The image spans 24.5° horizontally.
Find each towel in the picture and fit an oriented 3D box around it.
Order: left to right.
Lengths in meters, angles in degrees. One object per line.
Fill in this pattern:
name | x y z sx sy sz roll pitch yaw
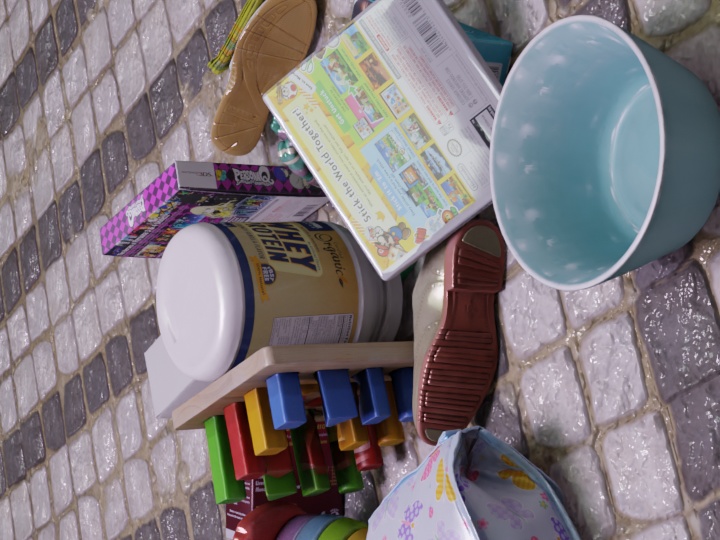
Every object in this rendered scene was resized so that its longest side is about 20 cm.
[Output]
towel | -0.096 -0.290 1.733 0.018 0.086 0.200 41 133 5

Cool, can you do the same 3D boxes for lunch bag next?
lunch bag | 0.097 0.246 1.366 0.170 0.126 0.201 -51 59 41

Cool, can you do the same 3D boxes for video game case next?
video game case | -0.151 -0.059 1.719 0.200 0.180 0.036 -32 63 54
video game case | 0.036 -0.124 1.425 0.182 0.023 0.201 -37 81 20

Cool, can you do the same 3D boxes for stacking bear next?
stacking bear | -0.004 0.287 1.518 0.199 0.114 0.122 11 115 31

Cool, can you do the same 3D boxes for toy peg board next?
toy peg board | -0.038 0.143 1.518 0.199 0.199 0.099 -35 62 52

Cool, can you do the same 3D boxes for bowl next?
bowl | 0.195 -0.085 1.235 0.200 0.104 0.203 0 90 57

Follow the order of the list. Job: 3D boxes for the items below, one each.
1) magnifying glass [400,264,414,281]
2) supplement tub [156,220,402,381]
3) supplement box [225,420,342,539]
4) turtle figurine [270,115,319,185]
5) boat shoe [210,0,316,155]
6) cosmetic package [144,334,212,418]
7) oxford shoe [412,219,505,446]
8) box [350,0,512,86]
magnifying glass | 0.000 0.000 1.629 0.200 0.022 0.080 -43 55 47
supplement tub | -0.074 0.026 1.542 0.144 0.199 0.146 5 96 56
supplement box | -0.075 0.169 1.662 0.061 0.108 0.202 1 92 58
turtle figurine | -0.008 -0.108 1.549 0.200 0.149 0.101 -127 29 -55
boat shoe | -0.105 -0.220 1.754 0.201 0.070 0.069 -59 13 27
cosmetic package | -0.143 0.083 1.774 0.200 0.107 0.085 -42 55 48
oxford shoe | 0.078 0.053 1.462 0.074 0.070 0.202 13 90 61
box | 0.057 -0.192 1.509 0.200 0.049 0.083 33 117 53
